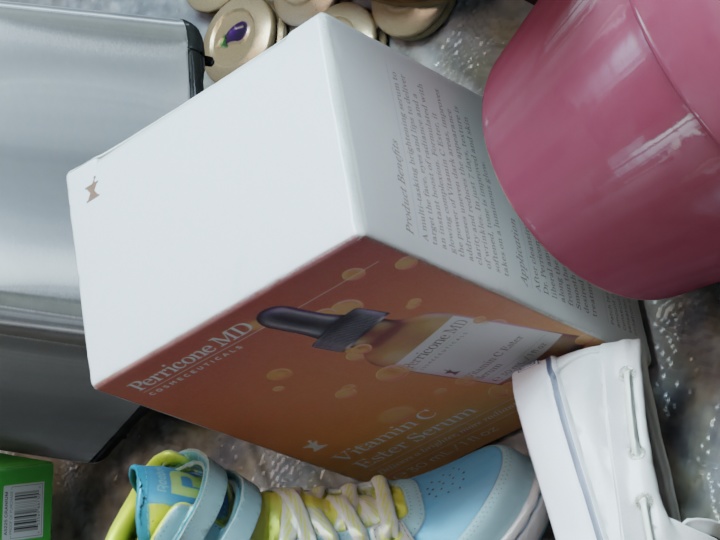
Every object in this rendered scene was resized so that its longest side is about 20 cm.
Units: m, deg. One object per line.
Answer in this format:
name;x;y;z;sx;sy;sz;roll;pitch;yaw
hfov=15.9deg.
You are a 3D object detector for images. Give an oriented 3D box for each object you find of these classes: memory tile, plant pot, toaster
memory tile;-0.031;-0.167;1.321;0.153;0.017;0.200;-38;53;25
plant pot;0.150;-0.082;1.020;0.179;0.200;0.200;-37;51;44
toaster;-0.143;-0.019;1.247;0.200;0.119;0.181;135;136;-59

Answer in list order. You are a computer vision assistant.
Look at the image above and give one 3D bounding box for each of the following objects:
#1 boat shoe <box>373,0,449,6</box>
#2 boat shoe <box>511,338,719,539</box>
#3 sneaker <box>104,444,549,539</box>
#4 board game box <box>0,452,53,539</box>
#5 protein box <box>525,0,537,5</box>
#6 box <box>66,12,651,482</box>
boat shoe;-0.021;-0.179;1.258;0.200;0.070;0.070;19;86;42
boat shoe;0.119;0.120;1.041;0.065;0.074;0.200;-21;72;8
sneaker;-0.025;0.110;1.105;0.200;0.131;0.080;-34;25;6
board game box;-0.239;0.162;1.335;0.200;0.040;0.153;5;95;43
protein box;0.055;-0.232;1.040;0.135;0.200;0.199;30;94;15
box;0.000;0.000;1.102;0.152;0.200;0.106;-29;57;31
